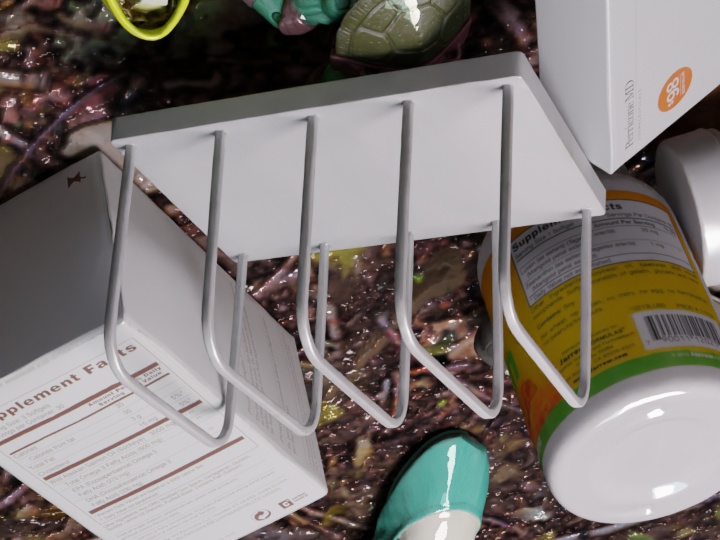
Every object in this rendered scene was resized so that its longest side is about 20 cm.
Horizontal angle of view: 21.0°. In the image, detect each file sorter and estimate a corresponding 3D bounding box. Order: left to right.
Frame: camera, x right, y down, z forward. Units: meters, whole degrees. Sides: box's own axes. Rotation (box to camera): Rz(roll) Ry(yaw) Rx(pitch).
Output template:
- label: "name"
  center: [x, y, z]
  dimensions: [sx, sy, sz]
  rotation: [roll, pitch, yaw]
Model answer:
- label: "file sorter"
  center: [0.000, 0.000, 0.896]
  dimensions: [0.199, 0.125, 0.139]
  rotation: [-8, 154, 21]

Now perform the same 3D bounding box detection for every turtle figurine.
- label: "turtle figurine"
  center: [0.008, -0.126, 0.891]
  dimensions: [0.149, 0.101, 0.200]
  rotation: [-4, 146, -6]

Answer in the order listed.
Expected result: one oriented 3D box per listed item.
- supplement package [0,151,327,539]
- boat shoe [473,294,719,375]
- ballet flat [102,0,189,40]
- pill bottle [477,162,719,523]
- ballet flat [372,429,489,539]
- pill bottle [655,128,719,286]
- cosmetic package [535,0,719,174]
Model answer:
- label: "supplement package"
  center: [-0.122, 0.055, 1.025]
  dimensions: [0.117, 0.117, 0.200]
  rotation: [-27, 137, 15]
- label: "boat shoe"
  center: [0.161, 0.045, 1.156]
  dimensions: [0.200, 0.067, 0.057]
  rotation: [12, 148, -23]
- label: "ballet flat"
  center: [-0.082, -0.181, 0.817]
  dimensions: [0.067, 0.067, 0.200]
  rotation: [-1, 136, -16]
- label: "pill bottle"
  center: [0.124, 0.020, 1.006]
  dimensions: [0.111, 0.200, 0.111]
  rotation: [-9, 138, -8]
- label: "ballet flat"
  center: [0.038, 0.190, 1.264]
  dimensions: [0.067, 0.071, 0.200]
  rotation: [7, 133, -25]
- label: "pill bottle"
  center: [0.266, -0.053, 1.041]
  dimensions: [0.199, 0.112, 0.112]
  rotation: [-13, 139, -5]
- label: "cosmetic package"
  center: [0.145, -0.162, 0.877]
  dimensions: [0.151, 0.052, 0.200]
  rotation: [-37, 144, -21]
